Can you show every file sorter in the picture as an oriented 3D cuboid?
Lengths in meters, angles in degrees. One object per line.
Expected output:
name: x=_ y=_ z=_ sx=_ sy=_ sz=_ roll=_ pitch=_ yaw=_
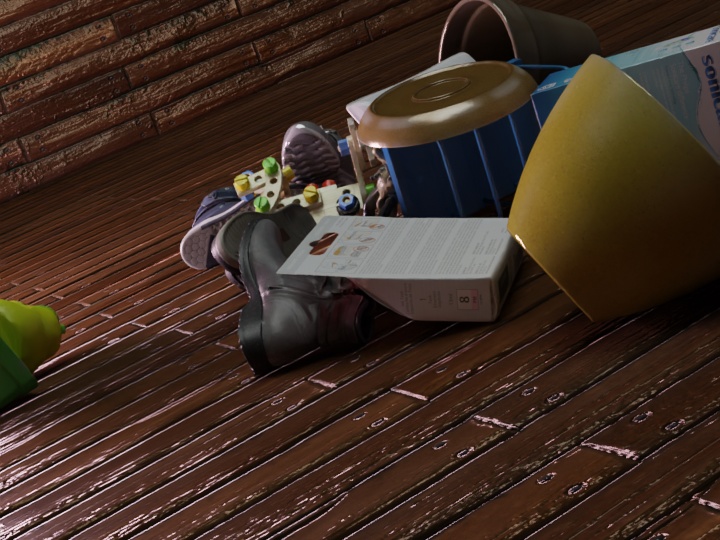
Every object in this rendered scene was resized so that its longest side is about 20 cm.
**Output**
file sorter: x=0.143 y=-0.130 z=1.490 sx=0.198 sy=0.140 sz=0.122 roll=-27 pitch=19 yaw=-22

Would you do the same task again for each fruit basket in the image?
fruit basket: x=-0.433 y=0.082 z=1.530 sx=0.214 sy=0.156 sz=0.217 roll=-28 pitch=26 yaw=15

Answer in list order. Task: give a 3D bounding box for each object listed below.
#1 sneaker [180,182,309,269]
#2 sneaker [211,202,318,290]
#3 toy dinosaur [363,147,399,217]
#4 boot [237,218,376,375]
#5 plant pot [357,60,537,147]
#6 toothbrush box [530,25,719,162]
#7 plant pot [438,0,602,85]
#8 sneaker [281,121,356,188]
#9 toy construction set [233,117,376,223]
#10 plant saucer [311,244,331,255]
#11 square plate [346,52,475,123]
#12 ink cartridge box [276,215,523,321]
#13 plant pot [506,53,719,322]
sneaker: x=-0.137 y=-0.080 z=1.811 sx=0.200 sy=0.078 sz=0.146 roll=-19 pitch=17 yaw=10
sneaker: x=-0.125 y=-0.010 z=1.509 sx=0.106 sy=0.075 sz=0.200 roll=-37 pitch=-7 yaw=24
toy dinosaur: x=0.023 y=-0.075 z=1.574 sx=0.089 sy=0.047 sz=0.200 roll=-60 pitch=-10 yaw=-21
boot: x=-0.046 y=0.014 z=1.311 sx=0.130 sy=0.070 sz=0.202 roll=-16 pitch=43 yaw=9
plant pot: x=0.087 y=-0.181 z=1.436 sx=0.197 sy=0.028 sz=0.200 roll=-16 pitch=20 yaw=6
toothbrush box: x=0.281 y=-0.135 z=1.296 sx=0.198 sy=0.148 sz=0.085 roll=-14 pitch=16 yaw=27
plant pot: x=0.227 y=-0.274 z=1.845 sx=0.171 sy=0.203 sz=0.199 roll=-8 pitch=8 yaw=-26
sneaker: x=-0.058 y=-0.155 z=1.777 sx=0.074 sy=0.083 sz=0.200 roll=-12 pitch=-19 yaw=10
toy construction set: x=-0.055 y=-0.101 z=1.661 sx=0.198 sy=0.092 sz=0.132 roll=-25 pitch=50 yaw=15
plant saucer: x=0.000 y=0.000 z=1.424 sx=0.198 sy=0.033 sz=0.201 roll=-20 pitch=15 yaw=5
square plate: x=0.116 y=-0.173 z=1.630 sx=0.197 sy=0.200 sz=0.029 roll=-28 pitch=-26 yaw=-28
ink cartridge box: x=0.042 y=-0.004 z=1.257 sx=0.197 sy=0.058 sz=0.163 roll=-3 pitch=20 yaw=17
plant pot: x=0.198 y=-0.045 z=1.060 sx=0.142 sy=0.200 sz=0.200 roll=-44 pitch=13 yaw=6
